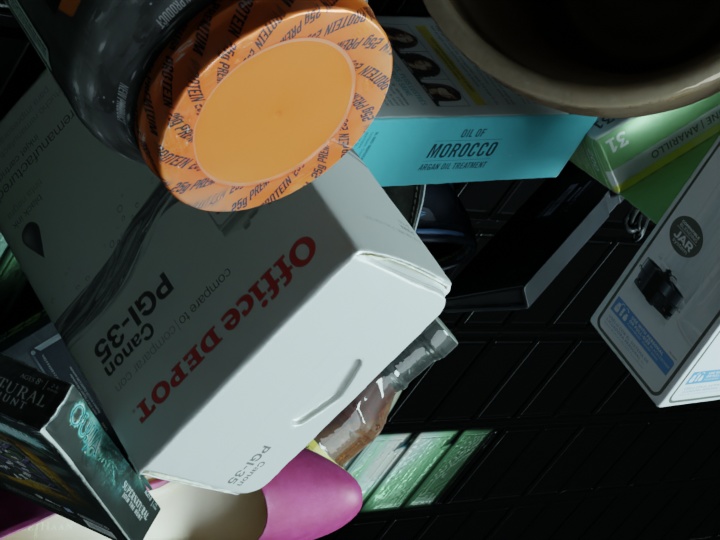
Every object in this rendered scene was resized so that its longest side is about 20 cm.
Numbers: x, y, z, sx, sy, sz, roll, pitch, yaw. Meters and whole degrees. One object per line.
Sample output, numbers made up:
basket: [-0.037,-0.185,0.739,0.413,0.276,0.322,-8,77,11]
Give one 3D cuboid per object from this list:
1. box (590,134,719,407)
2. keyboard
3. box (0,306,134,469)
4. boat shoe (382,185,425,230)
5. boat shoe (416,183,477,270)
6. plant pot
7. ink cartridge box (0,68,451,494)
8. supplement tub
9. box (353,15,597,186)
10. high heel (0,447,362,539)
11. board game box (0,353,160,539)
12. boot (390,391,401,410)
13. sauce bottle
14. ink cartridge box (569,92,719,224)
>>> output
box: [0.210,-0.029,0.881,0.116,0.060,0.200,-2,134,-42]
keyboard: [0.138,-0.038,1.079,0.127,0.021,0.200,-11,-153,47]
box: [-0.139,0.119,0.996,0.157,0.201,0.051,-32,-167,1]
boat shoe: [0.000,0.000,0.987,0.072,0.071,0.201,28,71,-28]
boat shoe: [-0.023,-0.005,1.054,0.199,0.069,0.084,-26,148,-16]
plant pot: [0.133,-0.160,0.904,0.200,0.201,0.175,-39,166,6]
ink cartridge box: [-0.074,-0.021,0.851,0.147,0.200,0.083,-45,148,16]
supplement tub: [-0.078,-0.125,0.705,0.122,0.200,0.123,-26,148,-17]
box: [0.026,-0.090,0.974,0.199,0.082,0.049,-5,139,-41]
high heel: [-0.097,0.125,0.923,0.199,0.096,0.068,5,104,-4]
board game box: [-0.197,0.057,0.854,0.028,0.199,0.135,-60,157,-22]
boot: [-0.072,0.078,1.119,0.203,0.074,0.154,-38,147,1]
sauce bottle: [-0.032,0.090,1.062,0.200,0.066,0.066,-42,149,1]
ink cartridge box: [0.194,-0.091,1.028,0.145,0.200,0.048,-32,119,-6]
